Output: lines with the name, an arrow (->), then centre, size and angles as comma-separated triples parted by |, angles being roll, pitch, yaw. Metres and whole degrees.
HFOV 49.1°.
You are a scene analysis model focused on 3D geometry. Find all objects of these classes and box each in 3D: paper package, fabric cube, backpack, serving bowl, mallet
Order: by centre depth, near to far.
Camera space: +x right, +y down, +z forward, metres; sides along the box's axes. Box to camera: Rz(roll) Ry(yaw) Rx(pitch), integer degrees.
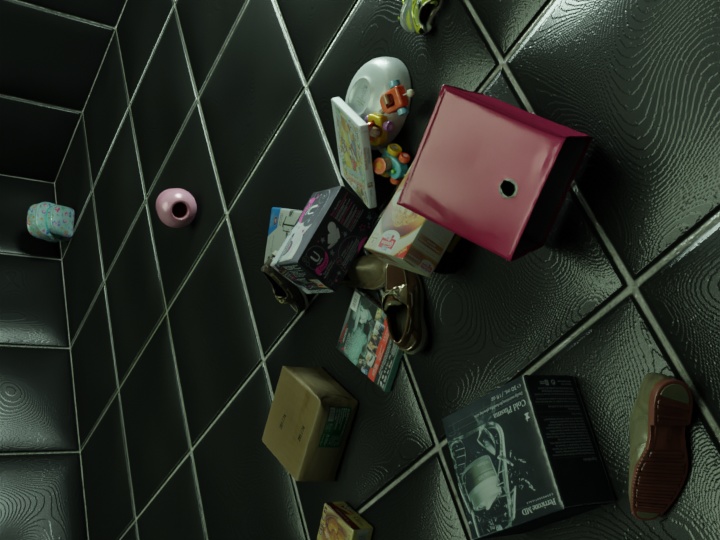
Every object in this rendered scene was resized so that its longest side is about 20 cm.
fabric cube -> 0.208, -0.154, 1.213 | 0.199, 0.200, 0.197 | 29, 110, 20
mallet -> 0.180, -0.077, 1.416 | 0.041, 0.066, 0.200 | 47, 122, 34
serving bowl -> 0.023, -0.364, 1.693 | 0.200, 0.066, 0.201 | -15, 72, 53
paper package -> -0.114, 0.334, 1.732 | 0.191, 0.103, 0.201 | 33, 110, 51
backpack -> -1.422, -0.225, 3.623 | 0.150, 0.200, 0.178 | -9, 75, 34

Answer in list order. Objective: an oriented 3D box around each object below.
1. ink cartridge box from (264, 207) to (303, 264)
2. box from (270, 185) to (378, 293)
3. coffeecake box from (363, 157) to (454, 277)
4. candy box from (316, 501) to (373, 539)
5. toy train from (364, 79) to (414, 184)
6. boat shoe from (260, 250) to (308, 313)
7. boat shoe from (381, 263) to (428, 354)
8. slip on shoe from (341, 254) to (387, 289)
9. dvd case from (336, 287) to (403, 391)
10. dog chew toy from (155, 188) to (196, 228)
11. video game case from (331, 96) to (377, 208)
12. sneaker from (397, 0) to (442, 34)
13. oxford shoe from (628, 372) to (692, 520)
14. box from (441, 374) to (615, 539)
ink cartridge box -> -0.137, -0.067, 1.852 | 0.200, 0.084, 0.146 | 13, 96, 56
box -> -0.079, -0.064, 1.669 | 0.132, 0.115, 0.200 | -5, 51, 57
coffeecake box -> 0.113, -0.100, 1.439 | 0.200, 0.073, 0.153 | -61, 28, -5
candy box -> -0.045, 0.596, 1.627 | 0.115, 0.055, 0.201 | 24, 103, 54
toy train -> 0.059, -0.268, 1.573 | 0.150, 0.056, 0.201 | -10, 97, 53
boat shoe -> -0.175, 0.038, 1.814 | 0.072, 0.200, 0.060 | 31, 66, 33
boat shoe -> 0.079, 0.061, 1.517 | 0.076, 0.072, 0.200 | -31, 56, 31
slip on shoe -> 0.000, 0.000, 1.664 | 0.200, 0.060, 0.076 | 2, 86, 55
dvd case -> 0.024, 0.141, 1.641 | 0.200, 0.022, 0.146 | 34, 112, 51
dog chew toy -> -0.595, -0.205, 2.508 | 0.200, 0.124, 0.125 | 27, 106, 61
video game case -> -0.015, -0.251, 1.666 | 0.200, 0.023, 0.182 | -125, 23, -56
sneaker -> 0.141, -0.566, 1.564 | 0.076, 0.075, 0.200 | 43, 130, 41
oxford shoe -> 0.398, 0.236, 1.068 | 0.075, 0.070, 0.201 | -128, 48, -79
box -> 0.250, 0.286, 1.206 | 0.200, 0.124, 0.197 | -41, 54, 44
